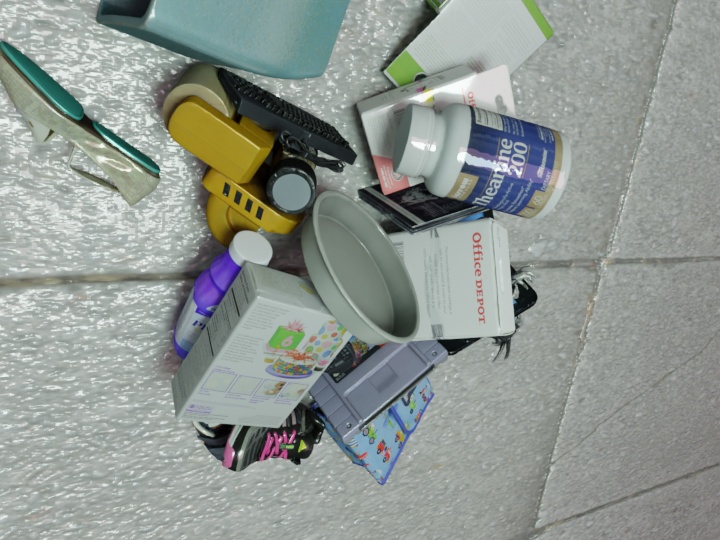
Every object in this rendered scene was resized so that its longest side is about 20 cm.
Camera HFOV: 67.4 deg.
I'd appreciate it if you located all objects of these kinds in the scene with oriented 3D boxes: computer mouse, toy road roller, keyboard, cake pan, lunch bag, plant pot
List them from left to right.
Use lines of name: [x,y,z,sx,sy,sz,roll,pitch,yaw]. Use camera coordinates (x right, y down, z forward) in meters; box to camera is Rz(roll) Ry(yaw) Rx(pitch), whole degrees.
toy road roller: [-0.147,-0.116,0.624,0.199,0.124,0.146,35,115,-24]
plant pot: [-0.117,-0.296,0.540,0.197,0.195,0.200,14,101,-41]
keyboard: [-0.068,-0.162,0.622,0.021,0.128,0.198,-44,151,24]
computer mouse: [-0.064,0.074,0.704,0.058,0.034,0.201,-29,134,6]
cake pan: [0.000,0.000,0.643,0.036,0.203,0.200,-31,129,24]
lunch bag: [0.039,0.213,0.890,0.200,0.093,0.152,-47,125,-21]

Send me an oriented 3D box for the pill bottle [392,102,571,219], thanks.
pill bottle: [0.143,-0.138,0.661,0.195,0.111,0.113,12,104,-9]

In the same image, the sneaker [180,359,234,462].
sneaker: [-0.192,0.212,0.750,0.077,0.079,0.203,-28,121,-18]

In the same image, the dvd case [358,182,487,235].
dvd case: [0.116,-0.108,0.762,0.196,0.149,0.016,-18,123,-22]

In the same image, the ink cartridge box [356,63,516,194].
ink cartridge box: [0.105,-0.196,0.731,0.196,0.068,0.118,-18,119,4]

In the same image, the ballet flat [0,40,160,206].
ballet flat: [-0.301,-0.141,0.564,0.062,0.068,0.200,-44,124,4]

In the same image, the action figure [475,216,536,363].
action figure: [0.202,0.025,0.796,0.100,0.119,0.204,-13,79,-12]

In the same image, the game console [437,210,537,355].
game console: [0.170,0.003,0.858,0.197,0.173,0.120,-27,147,-18]

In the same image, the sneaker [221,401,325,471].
sneaker: [-0.109,0.228,0.742,0.199,0.086,0.075,0,112,-69]

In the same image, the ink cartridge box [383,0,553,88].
ink cartridge box: [0.139,-0.316,0.748,0.199,0.077,0.147,-41,127,21]

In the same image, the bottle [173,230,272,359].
bottle: [-0.164,0.037,0.654,0.082,0.066,0.201,16,132,-26]

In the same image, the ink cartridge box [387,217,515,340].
ink cartridge box: [0.104,0.020,0.743,0.082,0.196,0.150,7,78,-58]

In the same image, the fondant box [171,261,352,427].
fondant box: [-0.113,0.098,0.635,0.142,0.059,0.201,18,122,-38]

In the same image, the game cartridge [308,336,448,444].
game cartridge: [0.018,0.145,0.815,0.199,0.130,0.039,-37,146,-13]
